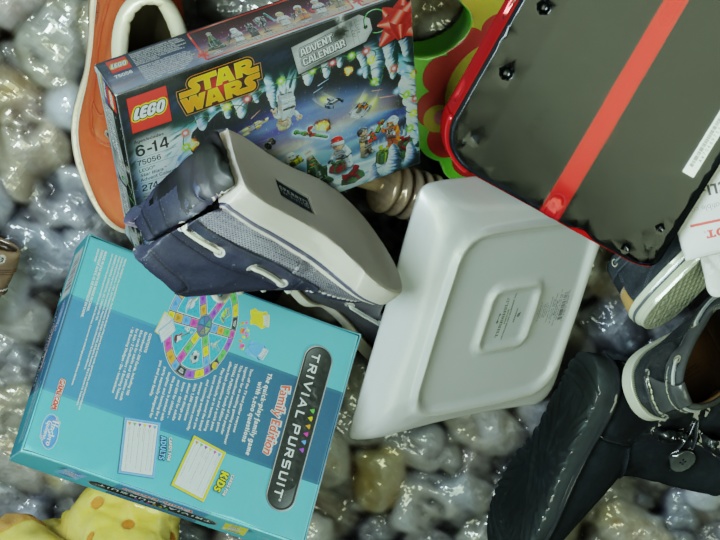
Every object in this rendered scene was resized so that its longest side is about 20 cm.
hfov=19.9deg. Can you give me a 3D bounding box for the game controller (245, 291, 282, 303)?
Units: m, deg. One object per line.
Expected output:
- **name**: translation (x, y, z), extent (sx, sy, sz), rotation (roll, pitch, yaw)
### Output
- **game controller**: translation (-0.067, -0.059, 1.410), extent (0.104, 0.042, 0.201), rotation (15, 112, -36)

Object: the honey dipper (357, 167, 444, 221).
- **honey dipper**: translation (-0.029, -0.069, 1.375), extent (0.199, 0.038, 0.038), rotation (14, 112, -34)

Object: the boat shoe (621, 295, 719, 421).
- **boat shoe**: translation (0.278, 0.042, 1.487), extent (0.199, 0.068, 0.072), rotation (-36, 96, -27)

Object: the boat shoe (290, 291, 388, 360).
- **boat shoe**: translation (0.000, 0.000, 1.402), extent (0.062, 0.073, 0.200), rotation (-12, 146, 25)

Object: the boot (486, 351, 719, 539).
- **boot**: translation (0.205, 0.155, 1.553), extent (0.167, 0.077, 0.201), rotation (12, 119, -25)

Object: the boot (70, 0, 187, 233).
- **boot**: translation (-0.145, -0.103, 1.326), extent (0.074, 0.107, 0.202), rotation (-4, 118, -14)

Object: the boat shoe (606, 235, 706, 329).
- **boat shoe**: translation (0.255, -0.046, 1.471), extent (0.200, 0.062, 0.074), rotation (-46, 151, 12)

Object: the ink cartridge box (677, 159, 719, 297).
- **ink cartridge box**: translation (0.261, -0.081, 1.382), extent (0.115, 0.067, 0.202), rotation (-13, 100, 17)

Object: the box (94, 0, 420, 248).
- **box**: translation (-0.059, -0.097, 1.288), extent (0.199, 0.040, 0.138), rotation (-22, 134, -16)

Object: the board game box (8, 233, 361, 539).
- **board game box**: translation (-0.114, 0.084, 1.365), extent (0.198, 0.047, 0.152), rotation (21, 71, -15)

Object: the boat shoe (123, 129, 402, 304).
- **boat shoe**: translation (-0.062, -0.014, 1.288), extent (0.092, 0.075, 0.200), rotation (-34, 140, 20)

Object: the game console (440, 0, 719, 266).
- **game console**: translation (0.164, -0.122, 1.337), extent (0.176, 0.031, 0.201), rotation (27, 110, -9)

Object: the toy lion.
- **toy lion**: translation (0.086, -0.151, 1.392), extent (0.198, 0.069, 0.193), rotation (16, 118, -20)

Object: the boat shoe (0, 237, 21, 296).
- **boat shoe**: translation (-0.310, -0.039, 1.340), extent (0.199, 0.072, 0.073), rotation (34, 98, -36)

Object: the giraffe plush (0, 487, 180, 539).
- **giraffe plush**: translation (-0.162, 0.163, 1.434), extent (0.171, 0.200, 0.164), rotation (23, 78, -19)

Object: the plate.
- **plate**: translation (0.095, 0.026, 1.438), extent (0.199, 0.032, 0.201), rotation (-8, 123, -42)
